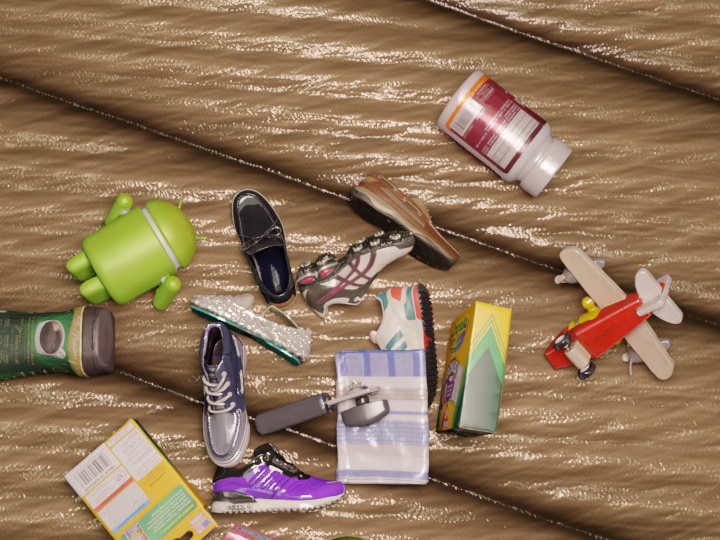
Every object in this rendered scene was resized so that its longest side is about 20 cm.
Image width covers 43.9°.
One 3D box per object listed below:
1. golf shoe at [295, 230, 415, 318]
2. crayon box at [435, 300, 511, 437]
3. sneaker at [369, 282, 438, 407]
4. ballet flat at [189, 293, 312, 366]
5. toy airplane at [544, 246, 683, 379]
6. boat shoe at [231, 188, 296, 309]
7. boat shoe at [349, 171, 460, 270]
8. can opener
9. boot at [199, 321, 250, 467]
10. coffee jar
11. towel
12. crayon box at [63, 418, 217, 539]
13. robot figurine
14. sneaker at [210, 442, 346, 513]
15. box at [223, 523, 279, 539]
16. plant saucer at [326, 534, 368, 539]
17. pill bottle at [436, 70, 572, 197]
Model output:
[{"bbox_3d":[0.000,0.000,1.374,0.199,0.077,0.089,-22,101,15],"label":"golf shoe"},{"bbox_3d":[0.161,0.149,1.299,0.058,0.200,0.174,9,77,-3],"label":"crayon box"},{"bbox_3d":[0.064,0.122,1.376,0.093,0.070,0.202,-5,86,22],"label":"sneaker"},{"bbox_3d":[-0.161,0.076,1.363,0.199,0.072,0.072,28,77,-6],"label":"ballet flat"},{"bbox_3d":[0.389,0.064,1.365,0.197,0.141,0.202,6,110,10],"label":"toy airplane"},{"bbox_3d":[-0.148,-0.038,1.388,0.074,0.062,0.201,-18,78,-6],"label":"boat shoe"},{"bbox_3d":[0.078,-0.084,1.408,0.200,0.076,0.074,38,68,-1],"label":"boat shoe"},{"bbox_3d":[-0.058,0.210,1.316,0.198,0.053,0.067,-16,79,13],"label":"can opener"},{"bbox_3d":[-0.207,0.179,1.301,0.072,0.090,0.202,-9,65,9],"label":"boot"},{"bbox_3d":[-0.464,0.108,1.321,0.198,0.085,0.105,-2,75,-4],"label":"coffee jar"},{"bbox_3d":[0.030,0.218,1.331,0.146,0.024,0.202,-2,85,18],"label":"towel"},{"bbox_3d":[-0.316,0.333,1.301,0.126,0.052,0.200,-40,83,-11],"label":"crayon box"},{"bbox_3d":[-0.335,-0.028,1.344,0.199,0.116,0.176,-32,77,-10],"label":"robot figurine"},{"bbox_3d":[-0.120,0.302,1.313,0.198,0.070,0.100,-1,76,-5],"label":"sneaker"},{"bbox_3d":[-0.151,0.412,1.219,0.094,0.200,0.103,22,77,1],"label":"box"},{"bbox_3d":[-0.042,0.470,1.260,0.199,0.031,0.202,-3,95,-37],"label":"plant saucer"},{"bbox_3d":[0.231,-0.215,1.427,0.200,0.114,0.114,39,78,4],"label":"pill bottle"}]
